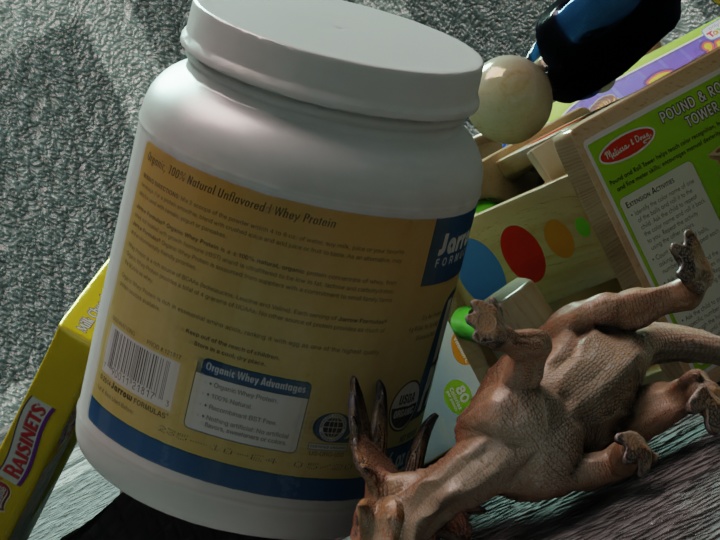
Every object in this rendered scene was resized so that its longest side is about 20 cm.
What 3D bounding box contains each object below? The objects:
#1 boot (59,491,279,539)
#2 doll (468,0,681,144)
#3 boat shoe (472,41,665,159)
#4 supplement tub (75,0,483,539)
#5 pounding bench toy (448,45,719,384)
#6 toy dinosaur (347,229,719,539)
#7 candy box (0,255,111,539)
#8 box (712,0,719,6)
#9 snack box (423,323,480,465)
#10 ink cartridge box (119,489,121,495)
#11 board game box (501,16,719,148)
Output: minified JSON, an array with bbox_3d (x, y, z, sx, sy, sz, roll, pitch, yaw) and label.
[{"bbox_3d":[-0.098,0.125,1.279,0.199,0.070,0.132,-27,3,5],"label":"boot"},{"bbox_3d":[0.122,-0.123,1.244,0.200,0.048,0.137,-44,-11,-25],"label":"doll"},{"bbox_3d":[0.107,-0.056,1.564,0.200,0.071,0.065,-43,-38,6],"label":"boat shoe"},{"bbox_3d":[-0.031,-0.005,1.124,0.144,0.201,0.145,13,16,-4],"label":"supplement tub"},{"bbox_3d":[0.091,0.004,1.214,0.200,0.125,0.156,-29,4,-35],"label":"pounding bench toy"},{"bbox_3d":[0.069,0.053,1.054,0.200,0.086,0.135,-22,-7,-35],"label":"toy dinosaur"},{"bbox_3d":[-0.148,0.079,1.258,0.200,0.026,0.102,-61,-3,32],"label":"candy box"},{"bbox_3d":[0.237,-0.096,1.163,0.075,0.050,0.200,2,27,-32],"label":"box"},{"bbox_3d":[0.002,0.070,1.386,0.200,0.068,0.169,-27,3,-31],"label":"snack box"},{"bbox_3d":[-0.056,0.033,1.569,0.040,0.200,0.200,24,29,23],"label":"ink cartridge box"},{"bbox_3d":[0.191,-0.061,1.399,0.199,0.135,0.045,-28,-38,-12],"label":"board game box"}]
